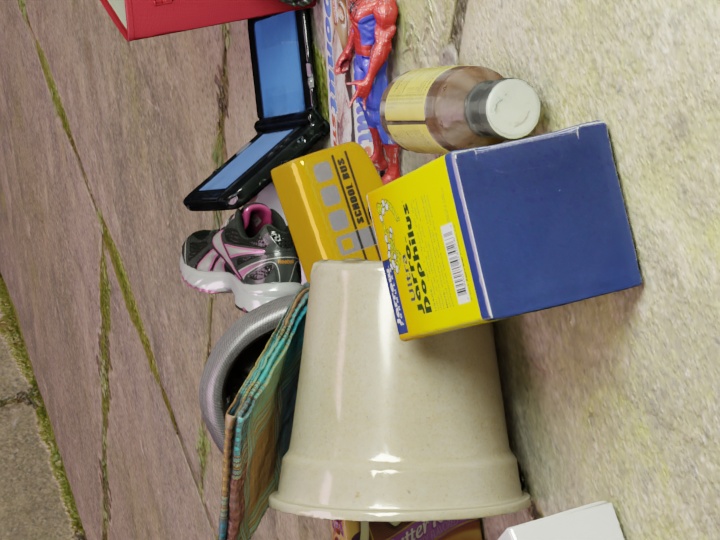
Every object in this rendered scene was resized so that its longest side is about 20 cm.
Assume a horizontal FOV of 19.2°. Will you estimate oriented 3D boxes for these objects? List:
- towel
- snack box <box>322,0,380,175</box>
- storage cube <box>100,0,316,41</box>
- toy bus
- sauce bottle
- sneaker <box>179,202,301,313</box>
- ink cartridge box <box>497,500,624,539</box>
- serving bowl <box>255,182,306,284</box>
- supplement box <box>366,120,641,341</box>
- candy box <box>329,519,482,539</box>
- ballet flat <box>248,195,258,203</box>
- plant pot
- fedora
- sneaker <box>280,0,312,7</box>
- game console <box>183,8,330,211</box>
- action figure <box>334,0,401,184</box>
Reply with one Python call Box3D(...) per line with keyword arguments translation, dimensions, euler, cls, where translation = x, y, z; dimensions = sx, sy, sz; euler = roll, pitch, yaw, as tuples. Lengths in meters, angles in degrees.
Box3D(translation=(-0.068, 0.119, 1.616), dimensions=(0.200, 0.021, 0.148), euler=(-61, -21, -58), cls="towel")
Box3D(translation=(-0.007, -0.148, 1.796), dimensions=(0.072, 0.024, 0.202), euler=(-128, 30, -59), cls="snack box")
Box3D(translation=(-0.149, -0.324, 1.876), dimensions=(0.200, 0.178, 0.172), euler=(-127, 30, -53), cls="storage cube")
Box3D(translation=(0.000, 0.000, 1.710), dimensions=(0.065, 0.078, 0.202), euler=(-16, 93, 64), cls="toy bus")
Box3D(translation=(0.071, -0.112, 1.495), dimensions=(0.200, 0.064, 0.065), euler=(-163, 62, -71), cls="sauce bottle")
Box3D(translation=(-0.098, -0.021, 1.899), dimensions=(0.199, 0.080, 0.087), euler=(20, 109, 57), cls="sneaker")
Box3D(translation=(0.150, 0.280, 1.471), dimensions=(0.145, 0.083, 0.202), euler=(117, 139, -64), cls="ink cartridge box")
Box3D(translation=(-0.043, 0.014, 1.943), dimensions=(0.200, 0.065, 0.202), euler=(173, 90, -71), cls="serving bowl")
Box3D(translation=(0.090, -0.023, 1.414), dimensions=(0.200, 0.108, 0.111), euler=(159, 98, -73), cls="supplement box")
Box3D(translation=(0.035, 0.199, 1.740), dimensions=(0.056, 0.116, 0.202), euler=(-159, 58, -71), cls="candy box")
Box3D(translation=(-0.092, -0.043, 2.086), dimensions=(0.201, 0.067, 0.068), euler=(106, 155, -55), cls="ballet flat")
Box3D(translation=(0.028, 0.084, 1.596), dimensions=(0.200, 0.198, 0.186), euler=(-177, 86, -73), cls="plant pot")
Box3D(translation=(-0.038, 0.097, 1.808), dimensions=(0.090, 0.198, 0.179), euler=(-113, 13, -76), cls="fedora")
Box3D(translation=(-0.044, -0.286, 1.745), dimensions=(0.086, 0.078, 0.200), euler=(-64, 10, -29), cls="sneaker")
Box3D(translation=(-0.109, -0.152, 1.987), dimensions=(0.117, 0.176, 0.200), euler=(51, 168, -11), cls="game console")
Box3D(translation=(0.006, -0.161, 1.710), dimensions=(0.066, 0.051, 0.202), euler=(-120, 25, -57), cls="action figure")
